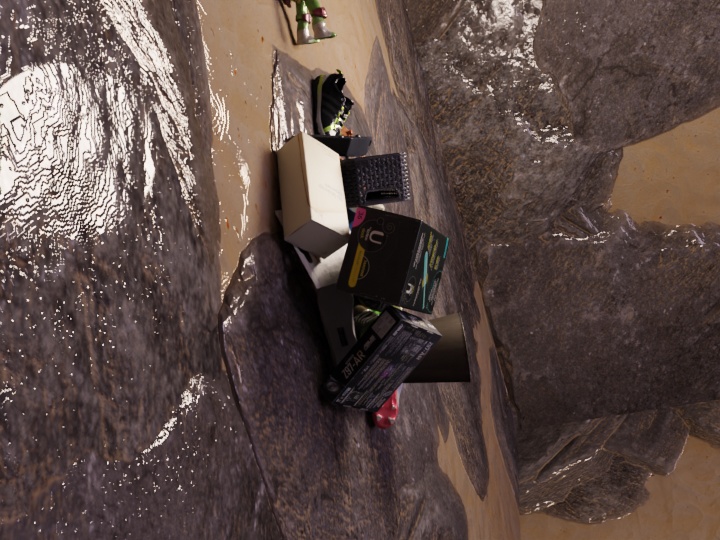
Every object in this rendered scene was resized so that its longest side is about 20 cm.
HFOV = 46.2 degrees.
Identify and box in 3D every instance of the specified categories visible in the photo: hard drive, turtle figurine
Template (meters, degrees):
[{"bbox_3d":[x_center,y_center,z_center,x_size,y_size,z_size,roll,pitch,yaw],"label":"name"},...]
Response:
[{"bbox_3d":[-0.053,-0.252,1.688,0.200,0.133,0.043,-37,130,-74],"label":"hard drive"},{"bbox_3d":[-0.091,-0.583,1.769,0.200,0.142,0.196,-40,121,-69],"label":"turtle figurine"}]

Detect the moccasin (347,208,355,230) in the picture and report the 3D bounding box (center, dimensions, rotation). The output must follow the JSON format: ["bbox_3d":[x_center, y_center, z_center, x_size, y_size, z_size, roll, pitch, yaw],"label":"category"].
[{"bbox_3d":[-0.008,-0.082,1.778,0.069,0.080,0.200,59,-10,18],"label":"moccasin"}]

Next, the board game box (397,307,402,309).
[{"bbox_3d":[0.045,0.170,1.718,0.201,0.032,0.121,113,-19,-46],"label":"board game box"}]

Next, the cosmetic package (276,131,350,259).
[{"bbox_3d":[-0.085,-0.134,1.494,0.103,0.073,0.202,25,43,-42],"label":"cosmetic package"}]

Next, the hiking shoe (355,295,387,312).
[{"bbox_3d":[0.000,0.000,1.684,0.201,0.075,0.101,53,3,15],"label":"hiking shoe"}]

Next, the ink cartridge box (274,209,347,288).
[{"bbox_3d":[-0.075,-0.040,1.542,0.199,0.050,0.162,-17,74,-56],"label":"ink cartridge box"}]

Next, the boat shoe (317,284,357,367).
[{"bbox_3d":[-0.041,0.106,1.606,0.070,0.070,0.203,143,-68,-75],"label":"boat shoe"}]

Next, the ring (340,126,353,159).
[{"bbox_3d":[-0.016,-0.259,1.946,0.201,0.019,0.202,50,25,-33],"label":"ring"}]

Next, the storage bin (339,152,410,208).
[{"bbox_3d":[0.003,-0.178,1.669,0.200,0.134,0.095,-169,-109,-70],"label":"storage bin"}]

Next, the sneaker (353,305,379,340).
[{"bbox_3d":[0.007,0.109,1.651,0.091,0.066,0.200,67,-20,15],"label":"sneaker"}]

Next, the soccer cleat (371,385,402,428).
[{"bbox_3d":[0.064,0.235,1.791,0.076,0.066,0.203,139,-35,-76],"label":"soccer cleat"}]

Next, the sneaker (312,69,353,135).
[{"bbox_3d":[-0.055,-0.349,1.836,0.072,0.082,0.203,39,42,-67],"label":"sneaker"}]

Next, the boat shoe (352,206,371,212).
[{"bbox_3d":[-0.022,-0.153,1.847,0.202,0.072,0.061,50,10,-48],"label":"boat shoe"}]

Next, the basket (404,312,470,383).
[{"bbox_3d":[0.134,0.182,1.877,0.181,0.197,0.137,-93,175,-56],"label":"basket"}]

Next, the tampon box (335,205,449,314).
[{"bbox_3d":[0.062,-0.015,1.503,0.200,0.125,0.152,20,85,-69],"label":"tampon box"}]

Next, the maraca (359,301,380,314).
[{"bbox_3d":[0.039,0.042,1.845,0.200,0.106,0.139,-29,107,-74],"label":"maraca"}]

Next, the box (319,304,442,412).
[{"bbox_3d":[0.040,0.166,1.540,0.044,0.201,0.160,47,14,33],"label":"box"}]

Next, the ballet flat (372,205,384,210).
[{"bbox_3d":[0.027,-0.115,1.987,0.069,0.070,0.203,10,69,-73],"label":"ballet flat"}]
